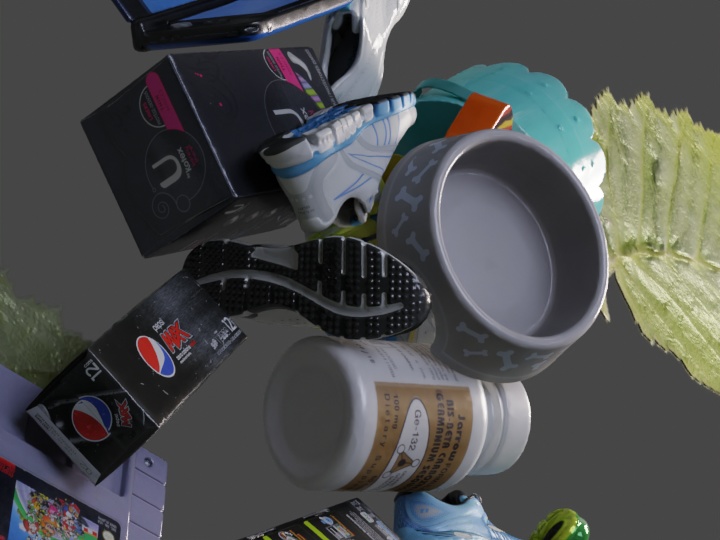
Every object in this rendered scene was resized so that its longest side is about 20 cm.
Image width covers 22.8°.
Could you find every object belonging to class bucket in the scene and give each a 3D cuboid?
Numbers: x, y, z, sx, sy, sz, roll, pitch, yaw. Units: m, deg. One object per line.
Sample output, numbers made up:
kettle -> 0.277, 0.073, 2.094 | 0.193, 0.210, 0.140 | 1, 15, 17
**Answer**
bucket -> 0.105, -0.081, 1.604 | 0.208, 0.207, 0.135 | 59, 35, 1

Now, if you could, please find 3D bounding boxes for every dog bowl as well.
dog bowl -> 0.109, -0.018, 1.375 | 0.199, 0.059, 0.202 | 14, 64, -32

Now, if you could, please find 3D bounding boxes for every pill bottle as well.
pill bottle -> 0.033, 0.112, 1.373 | 0.199, 0.114, 0.115 | 6, 58, -42

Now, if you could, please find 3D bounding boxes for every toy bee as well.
toy bee -> 0.058, -0.049, 1.471 | 0.131, 0.199, 0.109 | 44, -22, 34

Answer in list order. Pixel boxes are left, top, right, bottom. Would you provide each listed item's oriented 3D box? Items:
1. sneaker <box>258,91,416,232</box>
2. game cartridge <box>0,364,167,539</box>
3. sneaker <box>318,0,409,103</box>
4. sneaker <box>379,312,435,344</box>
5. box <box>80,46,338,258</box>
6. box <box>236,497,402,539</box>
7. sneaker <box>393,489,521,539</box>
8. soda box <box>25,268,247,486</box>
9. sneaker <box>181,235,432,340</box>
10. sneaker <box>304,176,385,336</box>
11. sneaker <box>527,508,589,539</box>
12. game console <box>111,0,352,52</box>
sneaker -> -0.009, -0.081, 1.368 | 0.200, 0.074, 0.087 | -35, 111, -56
game cartridge -> -0.203, 0.133, 1.118 | 0.200, 0.038, 0.130 | 36, 33, -34
sneaker -> 0.000, -0.242, 1.614 | 0.088, 0.075, 0.202 | 25, 74, -74
sneaker -> 0.050, 0.055, 1.511 | 0.076, 0.080, 0.202 | 24, 46, -46
box -> -0.101, -0.096, 1.397 | 0.200, 0.106, 0.123 | -17, 78, -58
box -> 0.008, 0.253, 1.234 | 0.200, 0.048, 0.193 | 41, 26, 21
sneaker -> 0.100, 0.218, 1.446 | 0.199, 0.078, 0.091 | 25, 41, -44
soda box -> -0.145, 0.066, 1.187 | 0.071, 0.063, 0.200 | 47, 18, -2
sneaker -> -0.033, 0.010, 1.336 | 0.080, 0.198, 0.074 | 9, 90, -63
sneaker -> 0.000, 0.000, 1.498 | 0.105, 0.075, 0.200 | 50, 38, -15
sneaker -> 0.153, 0.270, 1.373 | 0.083, 0.202, 0.074 | 11, 26, 6
game console -> -0.124, -0.260, 1.508 | 0.200, 0.169, 0.119 | -35, 119, -59
